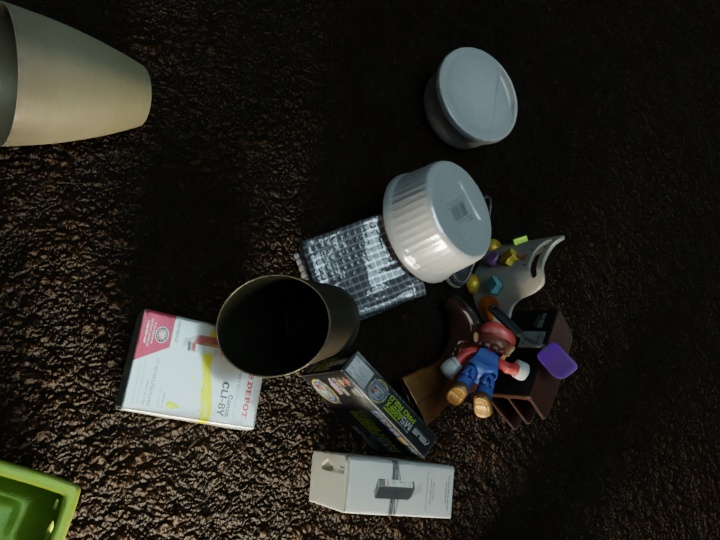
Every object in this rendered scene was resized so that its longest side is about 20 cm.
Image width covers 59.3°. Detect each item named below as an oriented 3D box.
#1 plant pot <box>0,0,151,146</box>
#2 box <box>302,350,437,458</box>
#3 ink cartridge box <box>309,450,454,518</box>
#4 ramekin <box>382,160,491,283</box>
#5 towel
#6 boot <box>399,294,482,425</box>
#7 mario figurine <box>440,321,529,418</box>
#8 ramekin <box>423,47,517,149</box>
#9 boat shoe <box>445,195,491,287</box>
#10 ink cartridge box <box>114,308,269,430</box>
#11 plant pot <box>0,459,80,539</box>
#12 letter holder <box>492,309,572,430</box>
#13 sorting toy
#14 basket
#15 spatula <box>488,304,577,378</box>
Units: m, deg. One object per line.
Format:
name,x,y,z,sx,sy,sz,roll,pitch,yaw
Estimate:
plant pot,-0.416,-0.267,0.920,0.198,0.186,0.191,-2,80,-43
box,0.012,0.223,1.043,0.200,0.160,0.044,48,61,-12
ink cartridge box,0.032,0.349,1.036,0.197,0.144,0.085,14,73,-25
ramekin,0.139,-0.089,1.092,0.199,0.097,0.204,22,58,-39
towel,0.000,0.000,1.097,0.197,0.086,0.168,-20,89,-11
boot,0.145,0.165,1.186,0.198,0.068,0.191,-24,103,-31
mario figurine,0.224,0.181,1.138,0.124,0.106,0.200,49,45,-8
ramekin,0.221,-0.346,1.312,0.199,0.094,0.206,6,76,-26
boat shoe,0.217,-0.064,1.267,0.071,0.065,0.203,28,69,-22
ink cartridge box,-0.250,0.153,0.960,0.197,0.083,0.148,16,72,-25
plant pot,-0.471,0.319,0.751,0.198,0.181,0.202,26,69,-21
letter holder,0.343,0.200,1.236,0.143,0.100,0.201,50,54,-30
sorting toy,0.317,-0.005,1.243,0.107,0.179,0.201,40,64,-15
basket,-0.087,0.078,0.947,0.200,0.178,0.138,6,74,-70
spatula,0.311,0.126,1.176,0.056,0.021,0.200,-29,49,-26
